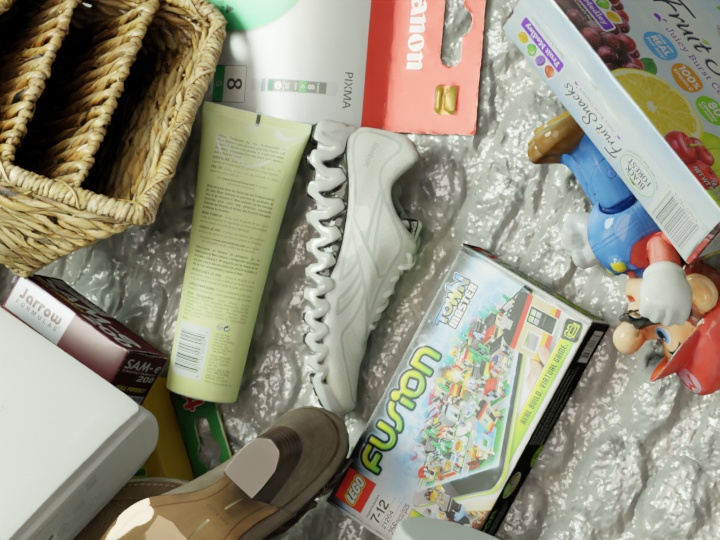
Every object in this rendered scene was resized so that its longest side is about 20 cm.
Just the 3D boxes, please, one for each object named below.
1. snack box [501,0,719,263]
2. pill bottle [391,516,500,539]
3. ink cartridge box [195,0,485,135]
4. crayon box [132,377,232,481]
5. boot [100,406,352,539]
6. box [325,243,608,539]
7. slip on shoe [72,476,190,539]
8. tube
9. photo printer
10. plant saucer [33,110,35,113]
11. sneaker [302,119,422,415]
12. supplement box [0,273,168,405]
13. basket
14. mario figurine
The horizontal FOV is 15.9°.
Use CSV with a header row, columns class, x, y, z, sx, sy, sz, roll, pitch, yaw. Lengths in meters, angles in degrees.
class,x,y,z,sx,sy,sz,roll,pitch,yaw
snack box,0.202,-0.110,1.614,0.200,0.142,0.053,54,135,18
pill bottle,0.039,0.268,1.644,0.113,0.113,0.201,23,101,24
ink cartridge box,-0.014,-0.175,1.773,0.199,0.050,0.162,3,87,27
crayon box,-0.185,0.155,1.820,0.199,0.051,0.128,-24,76,21
boot,-0.087,0.166,1.690,0.200,0.146,0.070,-39,77,9
box,0.070,0.096,1.716,0.110,0.035,0.201,31,98,24
slip on shoe,-0.190,0.184,1.719,0.199,0.061,0.076,-4,101,-11
tube,-0.089,-0.011,1.771,0.052,0.058,0.201,20,101,52
photo printer,-0.258,0.106,1.691,0.200,0.070,0.166,33,64,25
plant saucer,-0.265,-0.096,1.805,0.035,0.200,0.201,-20,77,39
sneaker,0.000,0.000,1.740,0.081,0.075,0.201,3,95,-3
supplement box,-0.232,0.115,1.784,0.109,0.061,0.201,33,97,24
basket,-0.203,-0.122,1.735,0.149,0.143,0.201,-22,38,44
mario figurine,0.165,-0.004,1.632,0.106,0.123,0.200,-37,83,31
